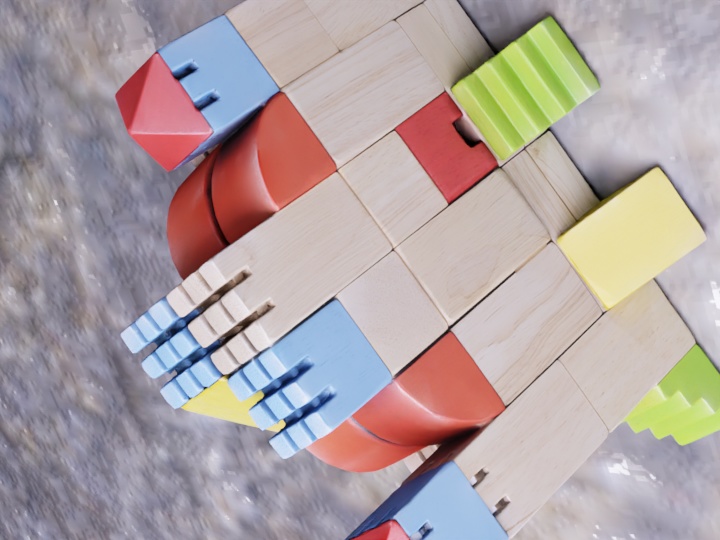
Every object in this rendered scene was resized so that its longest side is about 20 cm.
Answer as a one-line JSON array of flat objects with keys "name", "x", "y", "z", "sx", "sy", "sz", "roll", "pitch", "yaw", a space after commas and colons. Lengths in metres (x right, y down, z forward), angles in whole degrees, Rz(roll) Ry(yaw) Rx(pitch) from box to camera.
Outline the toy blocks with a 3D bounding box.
[{"name": "toy blocks", "x": 0.000, "y": 0.000, "z": 0.437, "sx": 0.201, "sy": 0.137, "sz": 0.100, "roll": 54, "pitch": 140, "yaw": -1}]
